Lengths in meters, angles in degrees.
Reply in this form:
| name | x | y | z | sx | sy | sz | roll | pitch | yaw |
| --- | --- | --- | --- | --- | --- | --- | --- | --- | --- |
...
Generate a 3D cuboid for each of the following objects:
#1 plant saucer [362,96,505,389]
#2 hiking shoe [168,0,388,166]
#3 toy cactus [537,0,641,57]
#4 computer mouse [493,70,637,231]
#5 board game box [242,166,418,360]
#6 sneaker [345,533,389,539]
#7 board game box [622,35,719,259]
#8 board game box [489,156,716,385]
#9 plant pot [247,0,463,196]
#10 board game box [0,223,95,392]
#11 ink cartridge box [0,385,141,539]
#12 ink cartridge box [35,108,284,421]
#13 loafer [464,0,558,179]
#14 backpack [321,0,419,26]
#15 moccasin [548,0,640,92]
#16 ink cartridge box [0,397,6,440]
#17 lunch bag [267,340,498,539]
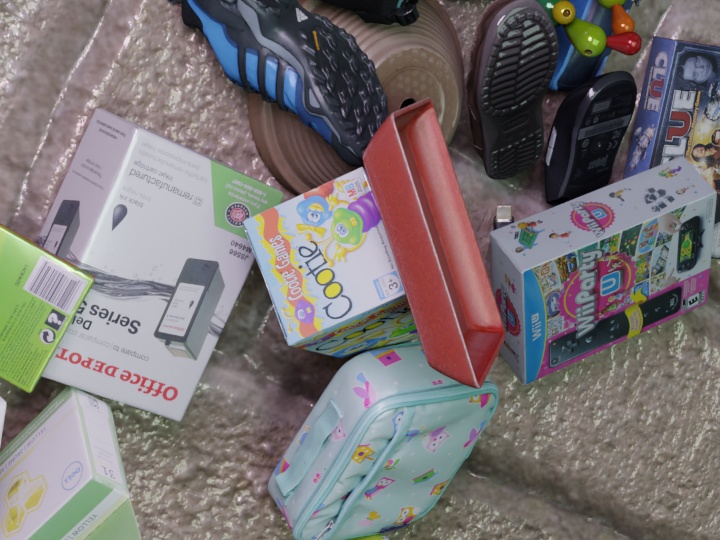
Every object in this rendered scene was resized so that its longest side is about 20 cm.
| name | x | y | z | sx | sy | sz | roll | pitch | yaw |
| --- | --- | --- | --- | --- | --- | --- | --- | --- | --- |
| plant saucer | 0.053 | -0.022 | 1.308 | 0.037 | 0.200 | 0.201 | -16 | 96 | 12 |
| hiking shoe | -0.055 | -0.158 | 1.357 | 0.200 | 0.087 | 0.074 | 52 | 47 | -7 |
| toy cactus | 0.150 | -0.256 | 1.465 | 0.164 | 0.102 | 0.201 | -10 | 70 | 4 |
| computer mouse | 0.170 | -0.090 | 1.571 | 0.140 | 0.046 | 0.201 | -21 | 137 | -30 |
| board game box | 0.000 | 0.000 | 1.387 | 0.103 | 0.200 | 0.105 | -24 | 79 | 12 |
| sneaker | -0.053 | 0.308 | 1.553 | 0.199 | 0.076 | 0.105 | -22 | 126 | -17 |
| board game box | 0.315 | -0.113 | 1.677 | 0.135 | 0.035 | 0.201 | 3 | 104 | -33 |
| board game box | 0.217 | 0.000 | 1.590 | 0.199 | 0.064 | 0.148 | -22 | 136 | -15 |
| plant pot | 0.016 | -0.139 | 1.439 | 0.200 | 0.093 | 0.202 | -12 | 113 | -30 |
| board game box | -0.301 | -0.002 | 1.271 | 0.199 | 0.030 | 0.096 | 30 | 89 | -9 |
| ink cartridge box | -0.229 | 0.203 | 1.301 | 0.145 | 0.200 | 0.048 | -43 | 129 | 17 |
| ink cartridge box | -0.171 | -0.002 | 1.366 | 0.145 | 0.084 | 0.201 | 22 | 93 | -36 |
| loafer | 0.111 | -0.157 | 1.457 | 0.073 | 0.071 | 0.200 | -21 | 147 | -16 |
| backpack | 0.010 | -0.310 | 1.327 | 0.153 | 0.176 | 0.201 | 20 | 76 | -1 |
| moccasin | 0.212 | -0.252 | 1.550 | 0.068 | 0.080 | 0.201 | 12 | 113 | -40 |
| ink cartridge box | -0.367 | 0.103 | 1.235 | 0.199 | 0.145 | 0.084 | 6 | 102 | -34 |
| lunch bag | 0.015 | 0.150 | 1.495 | 0.160 | 0.077 | 0.200 | -7 | 139 | -40 |
